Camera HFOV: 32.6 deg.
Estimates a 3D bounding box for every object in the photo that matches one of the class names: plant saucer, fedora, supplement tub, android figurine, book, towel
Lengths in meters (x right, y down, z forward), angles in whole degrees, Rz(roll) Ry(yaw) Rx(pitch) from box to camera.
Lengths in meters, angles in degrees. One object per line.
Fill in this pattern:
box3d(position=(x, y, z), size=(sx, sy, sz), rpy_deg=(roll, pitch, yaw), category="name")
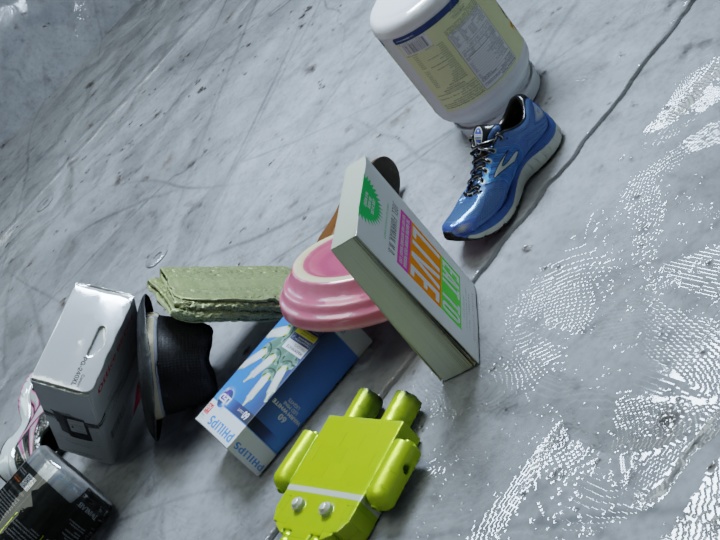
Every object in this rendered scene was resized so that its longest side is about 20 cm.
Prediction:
box3d(position=(0.000, 0.000, 1.388), size=(0.197, 0.051, 0.201), rpy_deg=(-14, 22, 6), category="plant saucer")
box3d(position=(-0.226, 0.118, 1.538), size=(0.090, 0.203, 0.201), rpy_deg=(-5, 31, -5), category="fedora")
box3d(position=(-0.405, 0.324, 1.484), size=(0.201, 0.123, 0.122), rpy_deg=(-50, 29, -13), category="supplement tub")
box3d(position=(-0.017, 0.205, 1.228), size=(0.181, 0.041, 0.201), rpy_deg=(-2, 48, 51), category="android figurine")
box3d(position=(0.120, -0.278, 1.528), size=(0.144, 0.200, 0.146), rpy_deg=(-31, 30, 21), category="supplement tub")
box3d(position=(0.047, -0.003, 1.252), size=(0.048, 0.200, 0.135), rpy_deg=(-28, 32, 27), category="book")
box3d(position=(-0.158, 0.030, 1.531), size=(0.197, 0.037, 0.148), rpy_deg=(-2, 19, -20), category="towel")

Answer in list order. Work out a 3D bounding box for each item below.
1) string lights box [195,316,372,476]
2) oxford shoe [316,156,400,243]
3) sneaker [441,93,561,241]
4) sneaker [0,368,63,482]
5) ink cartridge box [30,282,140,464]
box3d(position=(-0.087, 0.125, 1.404), size=(0.200, 0.059, 0.102), rpy_deg=(-49, 30, -10), category="string lights box")
box3d(position=(-0.015, -0.062, 1.553), size=(0.071, 0.071, 0.201), rpy_deg=(-6, 47, 51), category="oxford shoe")
box3d(position=(0.145, -0.118, 1.397), size=(0.078, 0.089, 0.201), rpy_deg=(2, 52, 54), category="sneaker")
box3d(position=(-0.436, 0.216, 1.740), size=(0.085, 0.081, 0.202), rpy_deg=(-14, 46, 23), category="sneaker")
box3d(position=(-0.336, 0.131, 1.558), size=(0.082, 0.201, 0.147), rpy_deg=(14, 58, 7), category="ink cartridge box")
